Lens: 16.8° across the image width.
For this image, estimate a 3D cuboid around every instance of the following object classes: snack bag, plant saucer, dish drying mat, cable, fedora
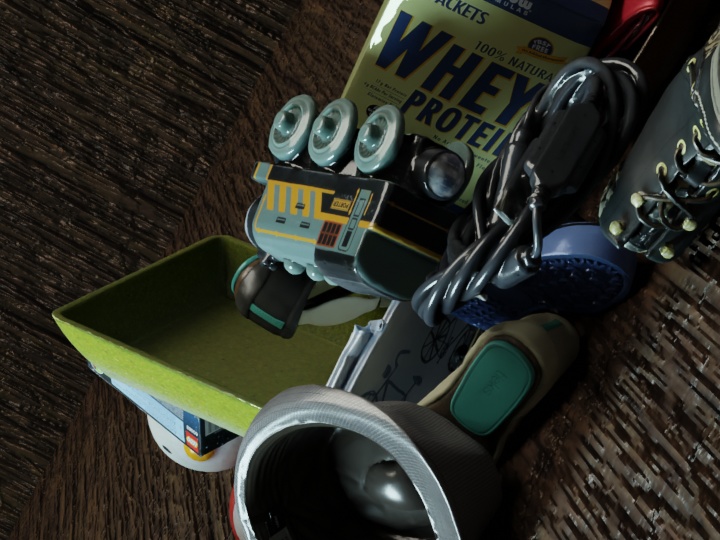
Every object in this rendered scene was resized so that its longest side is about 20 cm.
[{"bbox_3d":[0.032,0.055,1.631,0.200,0.021,0.189,-62,-21,1],"label":"snack bag"},{"bbox_3d":[0.193,-0.170,1.646,0.201,0.037,0.200,-58,12,20],"label":"plant saucer"},{"bbox_3d":[-0.077,0.053,1.675,0.200,0.199,0.048,-29,-47,-52],"label":"plant saucer"},{"bbox_3d":[0.201,-0.228,1.615,0.077,0.018,0.200,-48,17,56],"label":"dish drying mat"},{"bbox_3d":[0.100,-0.046,1.430,0.163,0.051,0.200,-49,8,47],"label":"cable"},{"bbox_3d":[0.017,0.140,1.483,0.090,0.177,0.200,-27,9,-42],"label":"fedora"}]

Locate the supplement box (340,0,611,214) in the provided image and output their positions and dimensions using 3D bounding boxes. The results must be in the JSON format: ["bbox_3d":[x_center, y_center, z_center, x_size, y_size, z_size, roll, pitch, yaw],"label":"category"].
[{"bbox_3d":[0.084,-0.173,1.676,0.200,0.134,0.200,-69,4,-51],"label":"supplement box"}]

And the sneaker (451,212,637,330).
[{"bbox_3d":[0.114,-0.017,1.513,0.200,0.070,0.078,-16,48,62],"label":"sneaker"}]

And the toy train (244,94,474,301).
[{"bbox_3d":[-0.007,-0.046,1.558,0.200,0.085,0.114,13,78,57],"label":"toy train"}]

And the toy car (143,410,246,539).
[{"bbox_3d":[-0.093,0.125,1.810,0.184,0.200,0.177,-55,13,33],"label":"toy car"}]

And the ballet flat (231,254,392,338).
[{"bbox_3d":[0.000,0.000,1.687,0.200,0.068,0.068,-27,-32,-36],"label":"ballet flat"}]

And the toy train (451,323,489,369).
[{"bbox_3d":[0.086,0.055,1.605,0.046,0.034,0.200,16,77,59],"label":"toy train"}]

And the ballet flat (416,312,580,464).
[{"bbox_3d":[0.072,0.089,1.527,0.200,0.069,0.070,-47,18,44],"label":"ballet flat"}]

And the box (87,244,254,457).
[{"bbox_3d":[-0.081,0.048,1.782,0.200,0.136,0.038,-27,-46,-31],"label":"box"}]

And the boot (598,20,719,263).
[{"bbox_3d":[0.188,-0.059,1.307,0.154,0.073,0.204,-59,5,27],"label":"boot"}]
